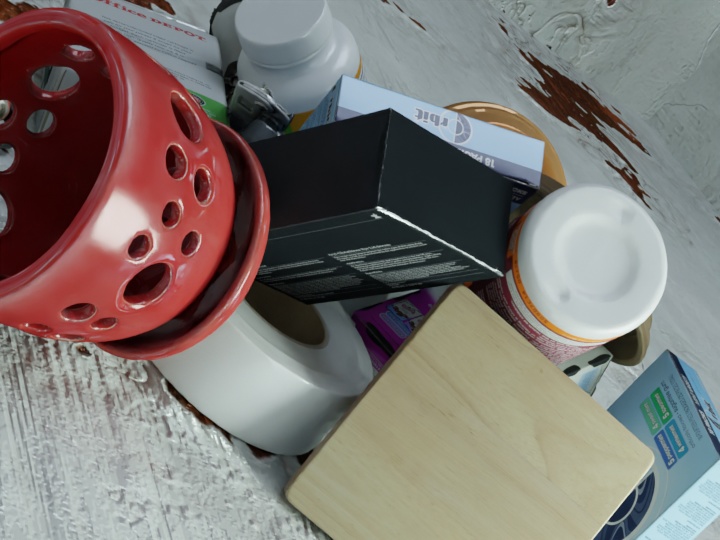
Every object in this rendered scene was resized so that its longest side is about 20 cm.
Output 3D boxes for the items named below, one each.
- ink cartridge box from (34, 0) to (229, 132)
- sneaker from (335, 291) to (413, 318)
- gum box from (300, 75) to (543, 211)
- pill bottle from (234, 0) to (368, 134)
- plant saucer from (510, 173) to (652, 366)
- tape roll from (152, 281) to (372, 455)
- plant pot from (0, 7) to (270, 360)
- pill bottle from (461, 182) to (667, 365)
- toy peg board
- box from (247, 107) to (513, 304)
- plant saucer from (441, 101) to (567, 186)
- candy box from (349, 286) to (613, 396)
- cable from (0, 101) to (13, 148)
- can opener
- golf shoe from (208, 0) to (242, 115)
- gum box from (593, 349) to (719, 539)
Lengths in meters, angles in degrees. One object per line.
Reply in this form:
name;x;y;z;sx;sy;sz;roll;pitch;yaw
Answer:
ink cartridge box;-0.196;-0.154;1.360;0.145;0.084;0.200;19;25;-17
sneaker;0.000;0.000;1.400;0.070;0.081;0.200;6;16;18
gum box;0.024;-0.069;1.256;0.169;0.200;0.045;17;65;-15
pill bottle;-0.047;-0.158;1.417;0.111;0.110;0.201;59;-8;40
plant saucer;0.180;-0.006;1.339;0.200;0.029;0.200;51;-12;15
tape roll;-0.085;0.045;1.226;0.202;0.071;0.203;38;18;-15
plant pot;-0.175;-0.047;1.047;0.182;0.200;0.201;31;20;-54
pill bottle;0.143;0.013;1.210;0.114;0.114;0.200;42;-20;-2
toy peg board;0.075;0.147;1.189;0.200;0.199;0.098;41;-4;-7
box;-0.011;-0.040;1.140;0.141;0.199;0.080;23;67;-43
plant saucer;0.118;-0.063;1.526;0.200;0.201;0.037;36;-10;-21
candy box;0.098;0.074;1.342;0.199;0.061;0.136;-17;51;-39
cable;-0.294;-0.160;1.268;0.097;0.050;0.200;40;19;-14
can opener;-0.099;-0.111;1.347;0.053;0.067;0.200;37;-12;-2
golf shoe;-0.106;-0.166;1.487;0.077;0.201;0.095;-1;42;-8
gum box;0.230;0.190;1.360;0.044;0.200;0.170;35;19;-21
